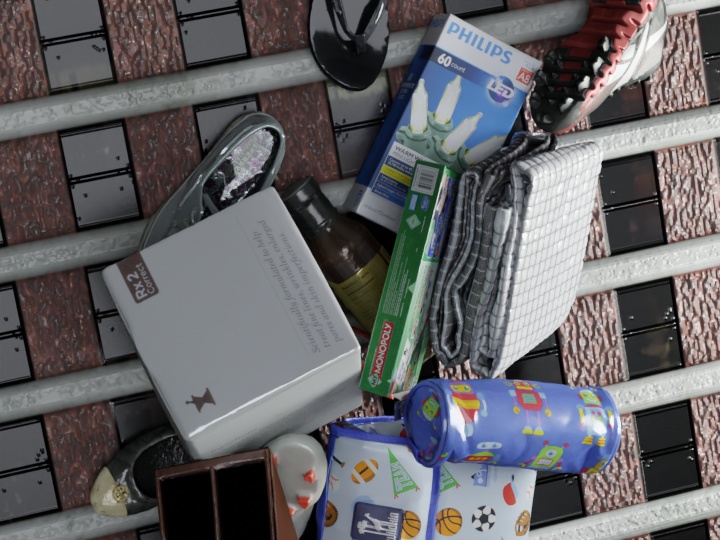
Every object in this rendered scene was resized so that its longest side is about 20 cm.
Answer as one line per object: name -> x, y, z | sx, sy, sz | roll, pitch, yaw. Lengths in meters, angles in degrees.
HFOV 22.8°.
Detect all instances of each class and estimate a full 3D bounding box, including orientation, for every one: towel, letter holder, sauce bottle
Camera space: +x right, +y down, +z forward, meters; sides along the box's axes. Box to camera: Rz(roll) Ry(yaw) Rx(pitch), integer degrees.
towel -> 0.135, -0.022, 1.609 | 0.085, 0.165, 0.201 | 18, 113, 26
letter holder -> -0.100, 0.271, 1.505 | 0.100, 0.143, 0.200 | -11, 138, 1
sauce bottle -> 0.000, 0.000, 1.648 | 0.065, 0.065, 0.200 | -39, 102, -5

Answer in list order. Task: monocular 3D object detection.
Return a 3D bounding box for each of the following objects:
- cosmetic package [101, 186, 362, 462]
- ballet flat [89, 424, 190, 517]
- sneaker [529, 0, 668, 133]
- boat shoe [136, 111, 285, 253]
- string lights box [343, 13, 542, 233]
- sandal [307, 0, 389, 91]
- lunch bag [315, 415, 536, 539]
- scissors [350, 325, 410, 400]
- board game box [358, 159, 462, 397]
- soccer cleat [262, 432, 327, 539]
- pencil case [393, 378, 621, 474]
cosmetic package -> -0.105, 0.061, 1.536 | 0.165, 0.200, 0.165 | -27, 75, -8
ballet flat -> -0.156, 0.169, 1.637 | 0.199, 0.057, 0.067 | -25, 101, -9
sneaker -> 0.228, -0.193, 1.653 | 0.201, 0.071, 0.098 | -56, 137, -22
boat shoe -> -0.135, -0.057, 1.604 | 0.070, 0.072, 0.201 | 35, 89, -15
string lights box -> 0.075, -0.125, 1.650 | 0.102, 0.059, 0.201 | 25, 91, -14
sandal -> -0.005, -0.264, 1.622 | 0.076, 0.043, 0.201 | 4, 96, -13
lunch bag -> 0.055, 0.224, 1.645 | 0.199, 0.124, 0.171 | 4, 96, -23
scissors -> 0.041, 0.109, 1.696 | 0.199, 0.014, 0.073 | 20, 93, -14
board game box -> 0.049, 0.008, 1.560 | 0.029, 0.135, 0.201 | 15, 92, 11
soccer cleat -> -0.068, 0.197, 1.604 | 0.069, 0.200, 0.078 | 21, 48, 4
pencil case -> 0.131, 0.140, 1.573 | 0.199, 0.078, 0.087 | 5, 128, -28
